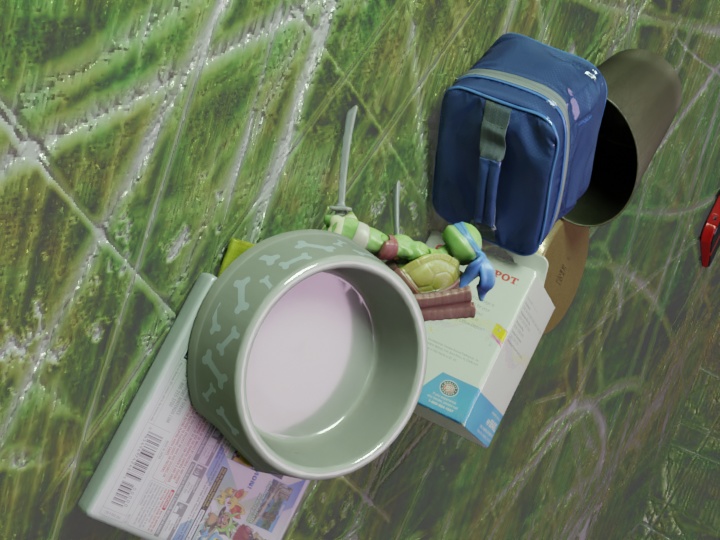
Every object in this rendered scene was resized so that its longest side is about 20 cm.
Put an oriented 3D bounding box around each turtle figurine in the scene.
[{"bbox_3d":[0.000,0.000,1.093,0.194,0.200,0.144,-44,176,-3],"label":"turtle figurine"}]

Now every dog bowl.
[{"bbox_3d":[-0.033,0.071,0.952,0.199,0.059,0.201,-8,105,-32],"label":"dog bowl"}]

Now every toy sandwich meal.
[{"bbox_3d":[0.223,0.000,1.550,0.205,0.070,0.206,-38,138,-45],"label":"toy sandwich meal"}]

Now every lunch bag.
[{"bbox_3d":[0.148,-0.114,1.215,0.132,0.136,0.201,-44,148,-39],"label":"lunch bag"}]

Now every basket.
[{"bbox_3d":[0.306,-0.178,1.488,0.200,0.136,0.181,-45,143,-45],"label":"basket"}]

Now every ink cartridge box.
[{"bbox_3d":[0.113,0.063,1.304,0.200,0.128,0.125,-62,155,-9],"label":"ink cartridge box"}]

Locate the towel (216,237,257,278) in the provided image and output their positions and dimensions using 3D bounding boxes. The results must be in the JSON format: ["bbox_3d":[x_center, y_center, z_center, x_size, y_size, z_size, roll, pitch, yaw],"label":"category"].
[{"bbox_3d":[-0.116,0.074,0.990,0.086,0.018,0.201,15,97,-66],"label":"towel"}]

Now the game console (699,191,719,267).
[{"bbox_3d":[0.759,-0.121,2.564,0.200,0.031,0.177,-60,159,-12],"label":"game console"}]

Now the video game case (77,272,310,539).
[{"bbox_3d":[-0.103,0.129,0.969,0.182,0.022,0.201,34,79,-38],"label":"video game case"}]
